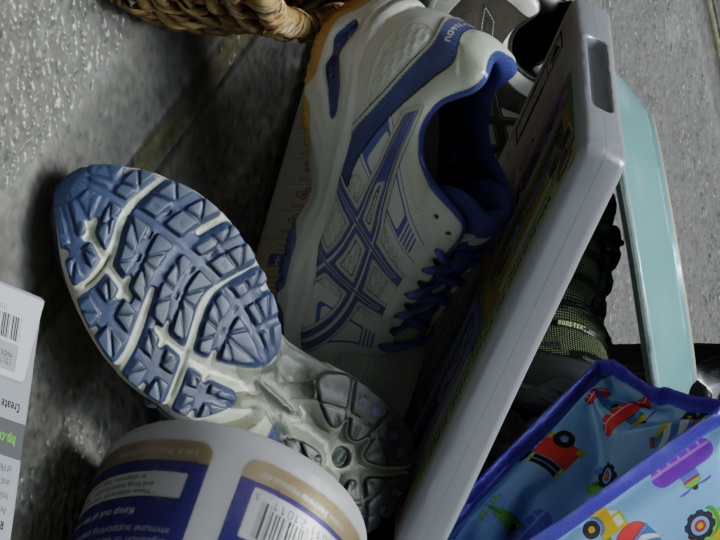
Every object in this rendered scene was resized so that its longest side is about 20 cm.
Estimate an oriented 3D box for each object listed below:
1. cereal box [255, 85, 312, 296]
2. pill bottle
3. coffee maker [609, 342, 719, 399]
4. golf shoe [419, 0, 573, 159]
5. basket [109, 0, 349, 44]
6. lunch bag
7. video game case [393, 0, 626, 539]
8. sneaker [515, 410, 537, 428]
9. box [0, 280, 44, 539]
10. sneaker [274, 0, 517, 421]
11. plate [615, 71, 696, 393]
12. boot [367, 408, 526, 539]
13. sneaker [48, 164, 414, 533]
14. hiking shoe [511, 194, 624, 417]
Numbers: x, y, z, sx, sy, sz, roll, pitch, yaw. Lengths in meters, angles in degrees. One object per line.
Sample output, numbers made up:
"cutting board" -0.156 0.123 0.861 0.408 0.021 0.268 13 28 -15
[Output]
"cereal box" 0.000 0.000 1.346 0.144 0.039 0.201 55 43 -52
"pill bottle" -0.077 0.169 1.110 0.116 0.115 0.201 61 39 -45
"coffee maker" 0.151 0.145 1.589 0.191 0.134 0.202 -5 94 -43
"golf shoe" 0.080 -0.090 1.450 0.200 0.094 0.078 50 46 -55
"basket" -0.006 -0.170 1.207 0.200 0.148 0.144 -28 115 -62
"lunch bag" 0.090 0.164 1.247 0.200 0.094 0.151 -38 119 -20
"video game case" 0.063 0.002 1.232 0.182 0.022 0.201 -83 -164 -66
"sneaker" 0.083 0.115 1.481 0.078 0.079 0.201 -40 124 -56
"box" -0.176 0.090 0.987 0.156 0.041 0.201 27 66 -61
"sneaker" 0.019 -0.012 1.211 0.075 0.088 0.201 -25 125 -48
"plate" 0.144 -0.010 1.424 0.200 0.025 0.202 -9 90 -85
"boot" 0.065 0.181 1.326 0.157 0.079 0.212 31 73 -38
"sneaker" -0.068 0.036 1.183 0.077 0.085 0.200 -49 117 -19
"hiking shoe" 0.087 0.005 1.379 0.200 0.075 0.101 -113 -139 -68
